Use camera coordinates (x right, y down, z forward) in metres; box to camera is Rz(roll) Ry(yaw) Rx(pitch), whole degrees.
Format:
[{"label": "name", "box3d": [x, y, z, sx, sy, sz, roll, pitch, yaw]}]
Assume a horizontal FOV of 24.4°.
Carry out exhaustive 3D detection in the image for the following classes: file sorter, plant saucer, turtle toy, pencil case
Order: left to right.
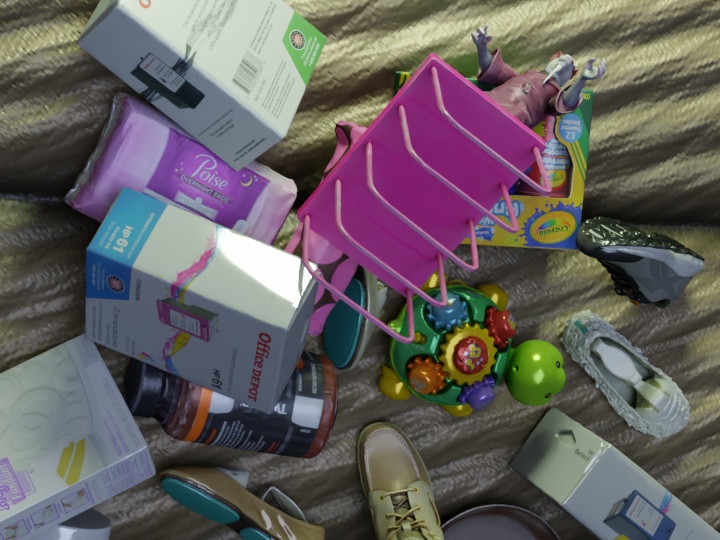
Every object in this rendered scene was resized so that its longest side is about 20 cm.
[{"label": "pencil case", "box3d": [-0.031, -0.043, 1.609, 0.090, 0.093, 0.201, 27, 93, -45]}, {"label": "file sorter", "box3d": [0.057, -0.057, 1.481, 0.138, 0.126, 0.200, 35, 111, -18]}, {"label": "turtle toy", "box3d": [0.117, 0.085, 1.718, 0.198, 0.101, 0.147, 16, 93, -21]}, {"label": "plant saucer", "box3d": [0.134, 0.348, 1.804, 0.198, 0.032, 0.203, -3, 99, -19]}]

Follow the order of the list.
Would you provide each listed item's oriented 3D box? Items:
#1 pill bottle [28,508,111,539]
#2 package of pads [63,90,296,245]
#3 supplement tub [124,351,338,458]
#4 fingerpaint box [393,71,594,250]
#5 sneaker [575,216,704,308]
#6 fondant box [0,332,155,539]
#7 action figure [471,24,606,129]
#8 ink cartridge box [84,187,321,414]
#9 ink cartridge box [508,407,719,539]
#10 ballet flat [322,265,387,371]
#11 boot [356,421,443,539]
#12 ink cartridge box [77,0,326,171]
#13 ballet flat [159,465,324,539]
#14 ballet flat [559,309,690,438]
[{"label": "pill bottle", "box3d": [-0.307, 0.330, 1.600, 0.113, 0.114, 0.202, 13, 94, -21]}, {"label": "package of pads", "box3d": [-0.172, -0.075, 1.603, 0.199, 0.076, 0.121, 27, 93, -21]}, {"label": "supplement tub", "box3d": [-0.128, 0.121, 1.634, 0.198, 0.107, 0.108, 10, 95, -21]}, {"label": "fingerpaint box", "box3d": [0.131, -0.111, 1.706, 0.198, 0.073, 0.169, 4, 97, -20]}, {"label": "sneaker", "box3d": [0.292, -0.003, 1.754, 0.199, 0.074, 0.080, 16, 104, -47]}, {"label": "fondant box", "box3d": [-0.312, 0.167, 1.558, 0.198, 0.145, 0.058, -27, 149, -13]}, {"label": "action figure", "box3d": [0.153, -0.151, 1.614, 0.199, 0.133, 0.150, -32, 140, -38]}, {"label": "ink cartridge box", "box3d": [-0.147, 0.030, 1.527, 0.198, 0.145, 0.085, 21, 53, 6]}, {"label": "ink cartridge box", "box3d": [0.274, 0.249, 1.776, 0.200, 0.145, 0.088, 41, 86, -21]}, {"label": "ballet flat", "box3d": [0.000, 0.000, 1.687, 0.069, 0.069, 0.203, -3, 98, -19]}, {"label": "boot", "box3d": [0.045, 0.255, 1.678, 0.072, 0.155, 0.202, -14, 89, 0]}, {"label": "ink cartridge box", "box3d": [-0.146, -0.216, 1.553, 0.199, 0.083, 0.148, 39, 49, -20]}, {"label": "ballet flat", "box3d": [-0.117, 0.239, 1.690, 0.199, 0.068, 0.063, 39, 57, -23]}, {"label": "ballet flat", "box3d": [0.295, 0.122, 1.807, 0.200, 0.072, 0.072, 40, 85, -21]}]
